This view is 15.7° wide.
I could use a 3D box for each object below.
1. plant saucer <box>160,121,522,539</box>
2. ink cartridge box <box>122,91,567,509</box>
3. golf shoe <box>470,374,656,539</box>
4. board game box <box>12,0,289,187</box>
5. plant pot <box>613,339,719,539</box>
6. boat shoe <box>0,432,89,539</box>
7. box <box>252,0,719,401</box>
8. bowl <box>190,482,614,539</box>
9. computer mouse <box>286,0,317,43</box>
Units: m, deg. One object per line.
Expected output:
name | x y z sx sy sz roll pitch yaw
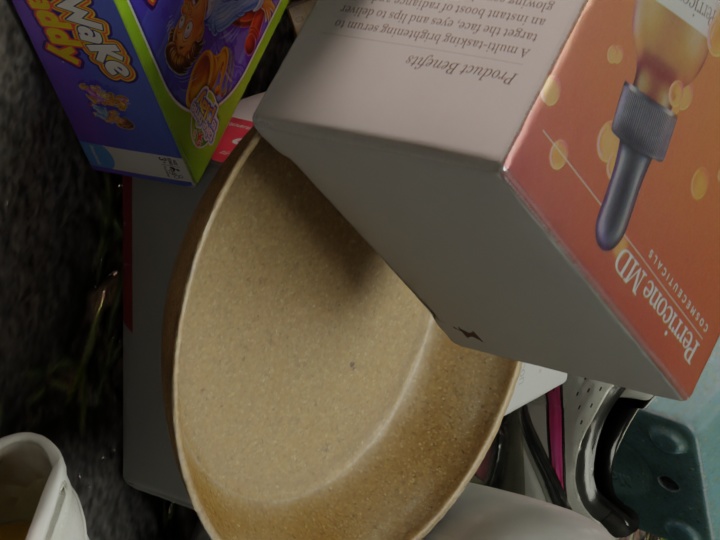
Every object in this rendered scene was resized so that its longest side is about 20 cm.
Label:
plant saucer | -0.009 0.014 0.931 0.200 0.035 0.200 -21 119 -46
ink cartridge box | 0.000 0.000 1.043 0.200 0.083 0.145 -24 121 -49
golf shoe | 0.102 0.024 1.170 0.073 0.092 0.200 11 88 -66
board game box | -0.077 -0.144 0.898 0.200 0.045 0.135 69 38 -51
plant pot | 0.176 0.032 1.403 0.200 0.196 0.196 -54 148 -29
boat shoe | -0.141 0.114 0.819 0.202 0.075 0.086 -52 145 -52
box | 0.082 -0.083 0.895 0.152 0.106 0.200 47 64 -46
bowl | -0.008 0.173 1.018 0.075 0.200 0.200 20 80 -50
computer mouse | 0.003 -0.154 1.096 0.140 0.046 0.200 -43 139 -36
